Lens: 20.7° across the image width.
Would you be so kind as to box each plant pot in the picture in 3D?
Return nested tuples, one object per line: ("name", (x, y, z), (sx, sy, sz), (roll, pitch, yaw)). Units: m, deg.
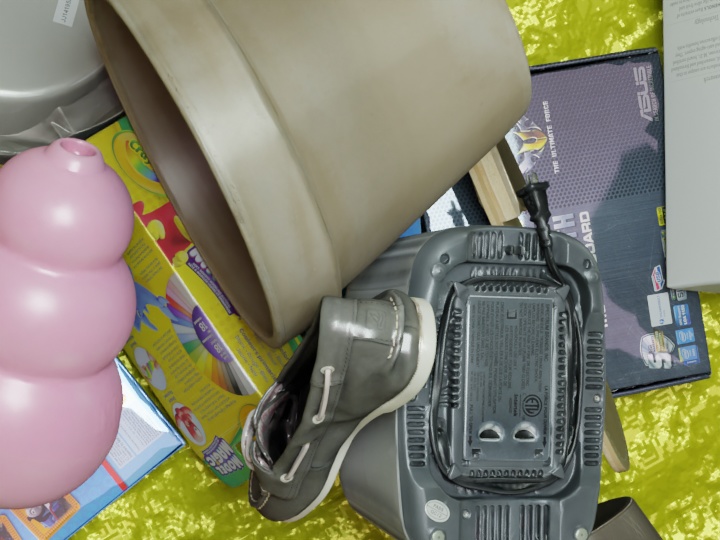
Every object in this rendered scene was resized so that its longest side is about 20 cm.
("plant pot", (-0.016, -0.088, 0.977), (0.173, 0.200, 0.201), (-27, 92, -11))

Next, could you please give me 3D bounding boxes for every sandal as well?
("sandal", (0.083, 0.024, 1.116), (0.069, 0.078, 0.213), (-22, 85, 15))

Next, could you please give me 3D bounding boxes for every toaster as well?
("toaster", (0.052, 0.053, 1.008), (0.113, 0.129, 0.202), (1, 89, -22))

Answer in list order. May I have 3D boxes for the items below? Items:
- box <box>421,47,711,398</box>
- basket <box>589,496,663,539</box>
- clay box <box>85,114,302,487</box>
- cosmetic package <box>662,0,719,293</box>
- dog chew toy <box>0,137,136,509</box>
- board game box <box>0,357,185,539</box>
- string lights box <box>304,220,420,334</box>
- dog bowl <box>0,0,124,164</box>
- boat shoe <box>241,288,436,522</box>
("box", (0.114, -0.021, 1.171), (0.156, 0.051, 0.202), (-9, 91, -6))
("basket", (0.151, 0.246, 1.136), (0.179, 0.136, 0.201), (-27, 89, -10))
("clay box", (-0.099, 0.020, 1.106), (0.047, 0.115, 0.201), (-35, 89, -31))
("cosmetic package", (0.240, -0.088, 1.145), (0.107, 0.085, 0.202), (2, 83, -33))
("dog chew toy", (-0.174, 0.025, 1.046), (0.123, 0.125, 0.201), (18, 112, -6))
("board game box", (-0.225, 0.105, 1.140), (0.200, 0.037, 0.152), (-39, 94, -7))
("string lights box", (0.000, 0.000, 1.124), (0.058, 0.103, 0.202), (-4, 90, -10))
("dog bowl", (-0.200, -0.150, 1.102), (0.198, 0.059, 0.202), (7, 67, -15))
("boat shoe", (-0.027, 0.064, 0.967), (0.057, 0.200, 0.067), (12, 56, -20))
